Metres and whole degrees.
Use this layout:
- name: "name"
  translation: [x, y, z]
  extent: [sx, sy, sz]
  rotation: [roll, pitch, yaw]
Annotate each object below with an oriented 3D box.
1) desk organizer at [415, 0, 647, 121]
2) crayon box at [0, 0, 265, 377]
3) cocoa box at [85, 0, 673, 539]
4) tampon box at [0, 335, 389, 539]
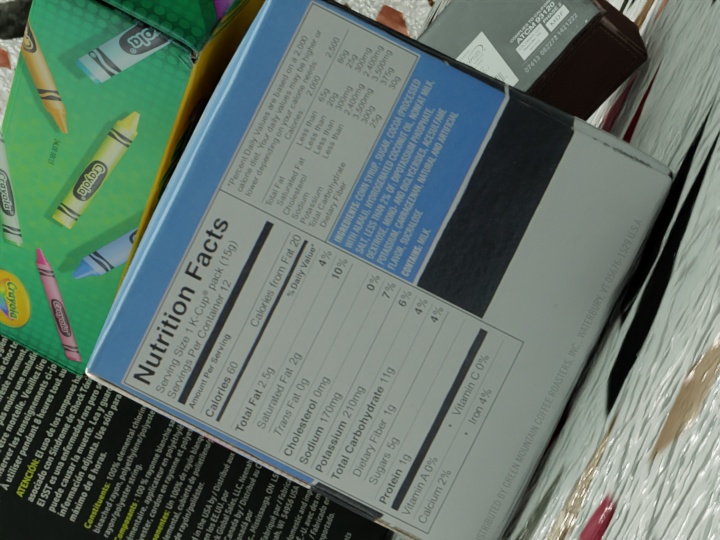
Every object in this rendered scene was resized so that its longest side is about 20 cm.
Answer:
- name: "desk organizer"
  translation: [0.032, -0.024, 0.991]
  extent: [0.200, 0.077, 0.072]
  rotation: [-48, 40, 12]
- name: "crayon box"
  translation: [-0.076, -0.066, 0.908]
  extent: [0.119, 0.058, 0.200]
  rotation: [-61, -2, -37]
- name: "cocoa box"
  translation: [0.000, 0.000, 0.831]
  extent: [0.134, 0.131, 0.200]
  rotation: [-64, 3, -1]
- name: "tampon box"
  translation: [-0.106, 0.115, 1.060]
  extent: [0.150, 0.200, 0.126]
  rotation: [-60, 5, 50]
